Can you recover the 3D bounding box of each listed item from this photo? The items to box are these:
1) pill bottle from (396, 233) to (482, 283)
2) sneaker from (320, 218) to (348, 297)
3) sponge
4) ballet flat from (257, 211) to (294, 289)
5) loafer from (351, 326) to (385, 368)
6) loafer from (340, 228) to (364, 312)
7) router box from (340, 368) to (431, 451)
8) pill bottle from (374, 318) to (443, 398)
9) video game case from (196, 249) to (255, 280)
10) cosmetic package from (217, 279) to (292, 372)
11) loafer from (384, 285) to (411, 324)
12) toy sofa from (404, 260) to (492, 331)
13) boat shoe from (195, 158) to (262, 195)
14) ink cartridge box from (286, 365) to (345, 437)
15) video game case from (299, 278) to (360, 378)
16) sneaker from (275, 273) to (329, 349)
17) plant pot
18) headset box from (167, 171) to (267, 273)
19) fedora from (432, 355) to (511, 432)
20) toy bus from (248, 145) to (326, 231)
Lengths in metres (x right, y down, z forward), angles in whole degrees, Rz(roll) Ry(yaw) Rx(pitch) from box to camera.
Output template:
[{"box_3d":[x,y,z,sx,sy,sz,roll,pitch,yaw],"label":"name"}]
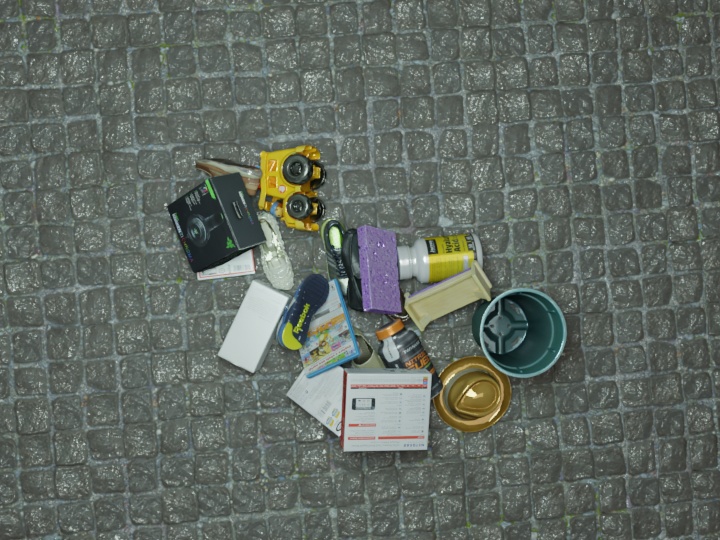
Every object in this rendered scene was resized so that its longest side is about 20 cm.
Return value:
[{"box_3d":[0.189,-0.027,1.657,0.199,0.111,0.112,-6,89,-4],"label":"pill bottle"},{"box_3d":[-0.053,-0.031,1.656,0.074,0.081,0.201,-17,90,-4],"label":"sneaker"},{"box_3d":[0.045,0.000,1.590,0.111,0.030,0.201,12,68,-46],"label":"sponge"},{"box_3d":[-0.216,-0.045,1.655,0.071,0.072,0.201,-19,90,-4],"label":"ballet flat"},{"box_3d":[0.015,0.229,1.660,0.076,0.068,0.200,-34,91,-4],"label":"loafer"},{"box_3d":[0.000,0.000,1.610,0.068,0.070,0.202,-18,108,-42],"label":"loafer"},{"box_3d":[0.057,0.317,1.554,0.199,0.049,0.180,3,95,-12],"label":"router box"},{"box_3d":[0.110,0.218,1.644,0.106,0.106,0.201,-29,93,-4],"label":"pill bottle"},{"box_3d":[-0.339,-0.083,1.671,0.142,0.017,0.201,-7,89,-4],"label":"video game case"},{"box_3d":[-0.250,0.133,1.635,0.101,0.074,0.201,26,91,5],"label":"cosmetic package"},{"box_3d":[0.060,0.047,1.666,0.073,0.071,0.200,-36,91,-4],"label":"loafer"},{"box_3d":[0.207,0.053,1.621,0.199,0.098,0.083,-27,115,23],"label":"toy sofa"},{"box_3d":[-0.320,-0.223,1.617,0.199,0.076,0.072,19,108,34],"label":"boat shoe"},{"box_3d":[-0.056,0.302,1.620,0.200,0.076,0.137,34,88,20],"label":"ink cartridge box"},{"box_3d":[-0.090,0.137,1.618,0.143,0.018,0.201,-26,63,16],"label":"video game case"},{"box_3d":[-0.142,0.095,1.600,0.074,0.082,0.200,35,64,-16],"label":"sneaker"},{"box_3d":[0.358,0.140,1.619,0.199,0.196,0.201,0,90,-4],"label":"plant pot"},{"box_3d":[-0.326,-0.110,1.563,0.200,0.093,0.175,-21,91,40],"label":"headset box"},{"box_3d":[0.280,0.307,1.667,0.200,0.082,0.202,0,88,-3],"label":"fedora"},{"box_3d":[-0.189,-0.193,1.635,0.191,0.136,0.201,0,91,13],"label":"toy bus"}]
